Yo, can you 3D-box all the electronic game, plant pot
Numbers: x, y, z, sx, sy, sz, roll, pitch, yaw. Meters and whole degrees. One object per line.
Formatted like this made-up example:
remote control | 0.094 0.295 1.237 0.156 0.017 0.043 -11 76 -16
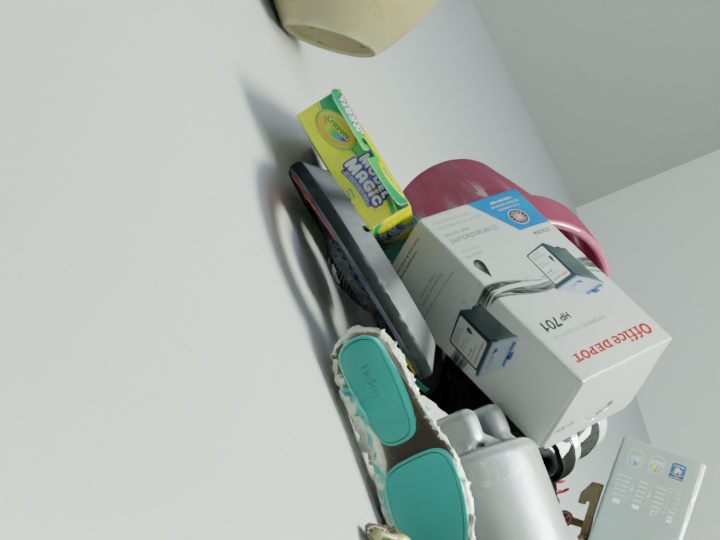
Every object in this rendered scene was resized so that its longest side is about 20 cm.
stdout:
electronic game | 0.000 0.000 1.496 0.201 0.041 0.200 58 -2 3
plant pot | 0.118 -0.010 1.829 0.200 0.199 0.179 58 -1 -40
plant pot | -0.010 -0.278 1.763 0.200 0.199 0.135 31 74 -72

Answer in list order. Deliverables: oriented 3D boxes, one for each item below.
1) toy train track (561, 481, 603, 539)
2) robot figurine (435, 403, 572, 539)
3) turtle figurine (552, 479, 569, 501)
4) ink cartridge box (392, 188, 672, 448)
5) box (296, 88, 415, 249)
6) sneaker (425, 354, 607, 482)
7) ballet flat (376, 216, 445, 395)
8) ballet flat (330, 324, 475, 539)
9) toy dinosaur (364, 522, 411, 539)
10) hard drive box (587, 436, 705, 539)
toy train track | 0.167 0.278 1.638 0.115 0.032 0.201 32 75 -79
robot figurine | 0.107 0.210 1.496 0.169 0.113 0.201 -8 74 -51
turtle figurine | 0.126 0.198 1.673 0.150 0.100 0.200 60 20 -24
ink cartridge box | 0.140 0.037 1.585 0.200 0.086 0.146 44 37 22
box | -0.001 -0.083 1.591 0.118 0.048 0.200 59 -2 7
sneaker | 0.102 0.119 1.621 0.112 0.199 0.073 -32 133 -48
ballet flat | 0.046 0.037 1.658 0.068 0.068 0.201 49 28 -30
ballet flat | 0.037 0.135 1.423 0.072 0.071 0.201 9 61 -77
toy dinosaur | 0.070 0.262 1.339 0.088 0.047 0.201 1 -62 63
hard drive box | 0.225 0.271 1.623 0.156 0.076 0.201 90 21 -59
